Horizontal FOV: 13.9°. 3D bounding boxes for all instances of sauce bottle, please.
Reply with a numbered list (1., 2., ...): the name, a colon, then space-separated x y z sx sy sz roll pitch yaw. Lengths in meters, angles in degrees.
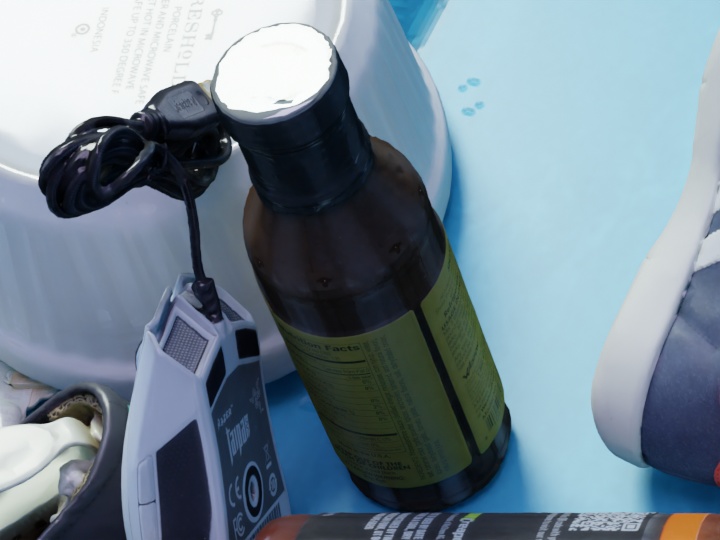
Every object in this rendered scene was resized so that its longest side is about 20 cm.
1. sauce bottle: 0.000 0.000 0.947 0.064 0.200 0.065 -8 50 10

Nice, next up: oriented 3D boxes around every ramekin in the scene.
1. ramekin: -0.072 -0.058 1.070 0.201 0.095 0.203 -7 49 8

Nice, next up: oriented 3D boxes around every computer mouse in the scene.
1. computer mouse: -0.060 0.041 0.950 0.044 0.201 0.110 -4 14 16

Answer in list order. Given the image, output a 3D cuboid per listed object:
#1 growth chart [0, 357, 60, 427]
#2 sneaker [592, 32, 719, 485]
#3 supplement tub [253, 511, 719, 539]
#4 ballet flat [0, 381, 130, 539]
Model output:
1. growth chart: -0.184 0.093 1.052 0.144 0.018 0.201 2 55 19
2. sneaker: 0.149 -0.022 0.971 0.084 0.075 0.201 19 88 22
3. supplement tub: 0.064 0.126 0.894 0.199 0.107 0.107 -1 54 17
4. ballet flat: -0.152 0.099 0.985 0.199 0.073 0.073 -31 52 -6
